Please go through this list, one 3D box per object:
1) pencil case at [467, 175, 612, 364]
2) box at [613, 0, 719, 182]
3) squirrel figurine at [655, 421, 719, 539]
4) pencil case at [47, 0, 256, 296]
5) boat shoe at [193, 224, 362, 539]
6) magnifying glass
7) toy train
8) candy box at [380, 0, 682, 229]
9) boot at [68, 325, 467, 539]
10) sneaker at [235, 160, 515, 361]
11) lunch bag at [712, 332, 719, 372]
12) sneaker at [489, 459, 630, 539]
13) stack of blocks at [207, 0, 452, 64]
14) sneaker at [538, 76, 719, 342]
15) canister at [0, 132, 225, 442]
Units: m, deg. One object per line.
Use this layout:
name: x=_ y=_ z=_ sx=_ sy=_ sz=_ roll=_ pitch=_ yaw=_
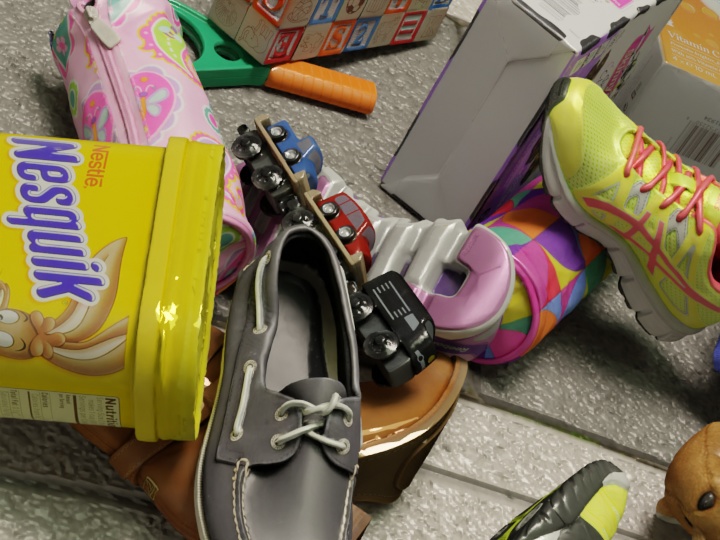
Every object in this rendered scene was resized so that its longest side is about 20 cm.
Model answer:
pencil case: x=0.117 y=-0.015 z=0.972 sx=0.088 sy=0.089 sz=0.200 roll=40 pitch=37 yaw=12
box: x=0.254 y=-0.161 z=1.202 sx=0.124 sy=0.098 sz=0.201 roll=19 pitch=40 yaw=-14
squirrel figurine: x=0.263 y=0.154 z=0.869 sx=0.186 sy=0.142 sz=0.200 roll=33 pitch=23 yaw=20
pencil case: x=-0.121 y=-0.075 z=0.870 sx=0.087 sy=0.088 sz=0.201 roll=3 pitch=49 yaw=-31
boat shoe: x=-0.033 y=0.066 z=0.702 sx=0.072 sy=0.063 sz=0.201 roll=9 pitch=50 yaw=-14
magnifying glass: x=-0.083 y=-0.139 z=1.022 sx=0.199 sy=0.022 sz=0.080 roll=12 pitch=42 yaw=-20
toy train: x=-0.015 y=-0.018 z=0.819 sx=0.046 sy=0.034 sz=0.200 roll=-28 pitch=52 yaw=-10
candy box: x=0.121 y=-0.130 z=1.025 sx=0.071 sy=0.168 sz=0.200 roll=40 pitch=40 yaw=12
boot: x=-0.042 y=0.069 z=0.793 sx=0.155 sy=0.077 sz=0.200 roll=34 pitch=46 yaw=10
sneaker: x=0.000 y=0.000 z=0.882 sx=0.199 sy=0.089 sz=0.081 roll=23 pitch=73 yaw=24
lunch bag: x=0.338 y=0.031 z=0.980 sx=0.169 sy=0.128 sz=0.200 roll=7 pitch=25 yaw=33
sneaker: x=0.087 y=0.173 z=0.764 sx=0.076 sy=0.075 sz=0.200 roll=42 pitch=50 yaw=3
stack of blocks: x=-0.001 y=-0.214 z=1.060 sx=0.059 sy=0.115 sz=0.200 roll=42 pitch=34 yaw=22
sneaker: x=0.180 y=-0.043 z=0.916 sx=0.200 sy=0.090 sz=0.078 roll=48 pitch=48 yaw=-30
canister: x=-0.168 y=0.001 z=0.715 sx=0.199 sy=0.087 sz=0.149 roll=5 pitch=50 yaw=-3
